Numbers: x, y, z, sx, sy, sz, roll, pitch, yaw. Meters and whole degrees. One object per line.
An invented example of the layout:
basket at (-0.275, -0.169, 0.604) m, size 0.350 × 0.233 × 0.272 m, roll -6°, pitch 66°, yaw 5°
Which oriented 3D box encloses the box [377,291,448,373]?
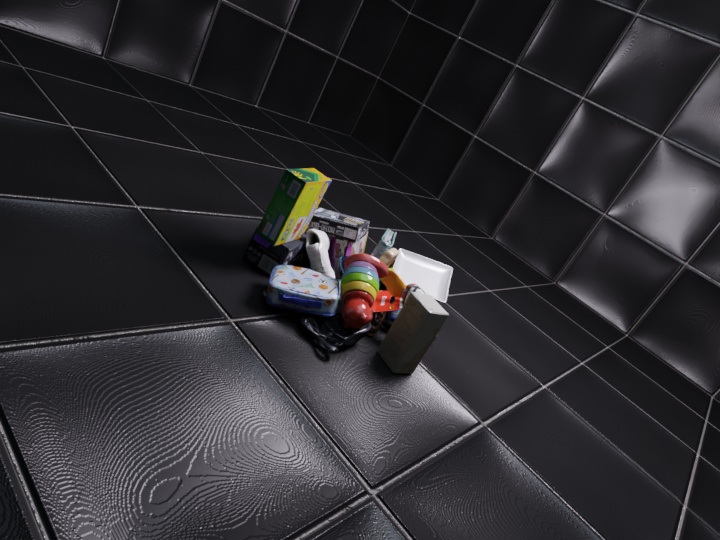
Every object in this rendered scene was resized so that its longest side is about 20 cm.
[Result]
box at (0.136, 0.165, 1.339) m, size 0.077 × 0.201 × 0.095 m, roll 11°, pitch 28°, yaw -38°

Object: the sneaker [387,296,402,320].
sneaker at (0.151, 0.169, 1.542) m, size 0.200 × 0.077 × 0.086 m, roll 40°, pitch 58°, yaw -23°

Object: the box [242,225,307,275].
box at (-0.241, -0.073, 1.521) m, size 0.122 × 0.106 × 0.200 m, roll 34°, pitch 21°, yaw 6°

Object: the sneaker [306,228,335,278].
sneaker at (-0.130, -0.028, 1.506) m, size 0.100 × 0.074 × 0.202 m, roll 29°, pitch 48°, yaw -70°

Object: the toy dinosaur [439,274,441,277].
toy dinosaur at (0.191, 0.033, 1.794) m, size 0.199 × 0.136 × 0.086 m, roll 31°, pitch 21°, yaw 7°

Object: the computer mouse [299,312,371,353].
computer mouse at (-0.056, 0.160, 1.327) m, size 0.199 × 0.053 × 0.138 m, roll -13°, pitch 44°, yaw -46°

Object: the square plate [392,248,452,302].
square plate at (0.200, 0.020, 1.693) m, size 0.199 × 0.029 × 0.199 m, roll 20°, pitch 39°, yaw 4°

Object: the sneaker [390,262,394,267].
sneaker at (0.109, -0.037, 1.950) m, size 0.089 × 0.075 × 0.200 m, roll 18°, pitch 16°, yaw -6°

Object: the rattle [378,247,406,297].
rattle at (0.100, 0.010, 1.562) m, size 0.142 × 0.131 × 0.200 m, roll 29°, pitch -5°, yaw 8°

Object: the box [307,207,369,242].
box at (-0.083, -0.150, 1.627) m, size 0.199 × 0.050 × 0.158 m, roll 16°, pitch 17°, yaw 10°

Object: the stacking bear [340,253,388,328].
stacking bear at (-0.003, 0.064, 1.346) m, size 0.114 × 0.121 × 0.201 m, roll 46°, pitch 36°, yaw -36°

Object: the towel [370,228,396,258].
towel at (0.061, -0.051, 1.768) m, size 0.048 × 0.172 × 0.200 m, roll 32°, pitch 21°, yaw 1°

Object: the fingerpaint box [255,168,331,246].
fingerpaint box at (-0.184, -0.180, 1.407) m, size 0.073 × 0.201 × 0.167 m, roll 35°, pitch 22°, yaw 11°

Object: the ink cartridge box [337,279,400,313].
ink cartridge box at (0.016, 0.070, 1.483) m, size 0.198 × 0.048 × 0.160 m, roll -3°, pitch 19°, yaw 9°

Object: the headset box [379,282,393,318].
headset box at (0.168, 0.114, 1.665) m, size 0.199 × 0.078 × 0.149 m, roll 18°, pitch 24°, yaw -23°

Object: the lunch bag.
lunch bag at (-0.153, 0.056, 1.339) m, size 0.198 × 0.076 × 0.160 m, roll 11°, pitch 23°, yaw -6°

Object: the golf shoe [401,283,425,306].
golf shoe at (0.151, 0.143, 1.429) m, size 0.072 × 0.202 × 0.092 m, roll -6°, pitch 17°, yaw -13°

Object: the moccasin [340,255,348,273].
moccasin at (0.000, 0.000, 1.605) m, size 0.200 × 0.068 × 0.081 m, roll 38°, pitch 47°, yaw -60°

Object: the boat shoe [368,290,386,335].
boat shoe at (0.040, 0.119, 1.505) m, size 0.070 × 0.071 × 0.200 m, roll 31°, pitch 23°, yaw -7°

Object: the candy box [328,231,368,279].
candy box at (-0.043, -0.058, 1.686) m, size 0.061 × 0.137 × 0.200 m, roll 16°, pitch 18°, yaw 15°
